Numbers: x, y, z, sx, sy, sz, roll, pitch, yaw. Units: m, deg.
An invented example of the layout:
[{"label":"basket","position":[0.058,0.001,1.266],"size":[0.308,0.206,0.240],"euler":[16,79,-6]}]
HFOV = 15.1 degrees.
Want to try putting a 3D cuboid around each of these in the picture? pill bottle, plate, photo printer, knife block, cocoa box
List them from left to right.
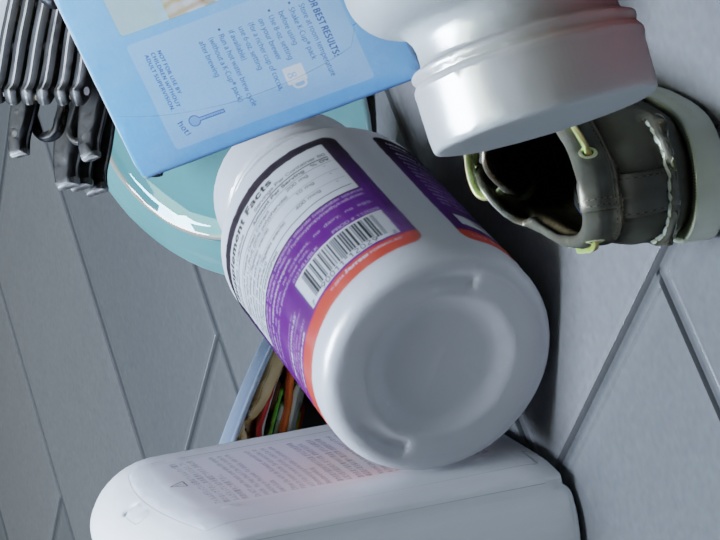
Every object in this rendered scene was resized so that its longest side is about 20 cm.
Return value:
[{"label":"knife block","position":[-0.120,-0.144,1.385],"size":[0.064,0.200,0.176],"euler":[4,130,30]},{"label":"plate","position":[-0.083,-0.082,1.433],"size":[0.200,0.026,0.201],"euler":[18,124,29]},{"label":"cocoa box","position":[-0.062,-0.164,1.101],"size":[0.131,0.133,0.200],"euler":[-76,-36,-64]},{"label":"photo printer","position":[-0.021,0.121,1.253],"size":[0.166,0.200,0.070],"euler":[-156,58,-67]},{"label":"pill bottle","position":[0.000,0.000,1.270],"size":[0.200,0.111,0.112],"euler":[-130,35,-57]},{"label":"pill bottle","position":[0.036,-0.146,0.940],"size":[0.111,0.111,0.200],"euler":[152,102,-70]}]

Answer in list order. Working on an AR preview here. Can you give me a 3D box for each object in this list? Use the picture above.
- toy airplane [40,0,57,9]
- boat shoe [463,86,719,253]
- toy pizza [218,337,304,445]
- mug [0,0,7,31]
[{"label":"toy airplane","position":[-0.055,-0.195,1.243],"size":[0.141,0.199,0.200],"euler":[-37,-68,-63]},{"label":"boat shoe","position":[0.077,-0.051,1.100],"size":[0.202,0.060,0.072],"euler":[-149,52,-66]},{"label":"toy pizza","position":[-0.061,0.120,1.516],"size":[0.200,0.032,0.201],"euler":[19,-90,-86]},{"label":"mug","position":[-0.155,-0.168,1.528],"size":[0.150,0.153,0.187],"euler":[-99,8,-55]}]
